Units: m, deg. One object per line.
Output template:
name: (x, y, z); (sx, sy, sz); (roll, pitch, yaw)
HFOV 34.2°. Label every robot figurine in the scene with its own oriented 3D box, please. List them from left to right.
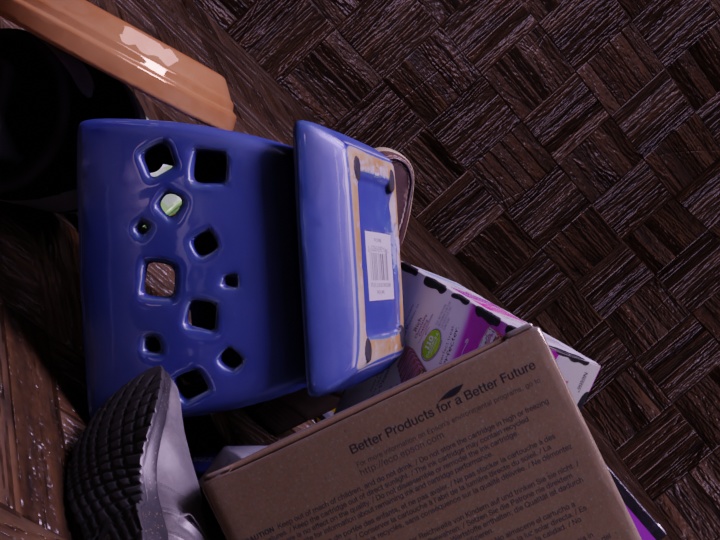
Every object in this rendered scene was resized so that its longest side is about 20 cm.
robot figurine: (-0.241, -0.106, 0.879); (0.151, 0.125, 0.200); (53, 10, 13)

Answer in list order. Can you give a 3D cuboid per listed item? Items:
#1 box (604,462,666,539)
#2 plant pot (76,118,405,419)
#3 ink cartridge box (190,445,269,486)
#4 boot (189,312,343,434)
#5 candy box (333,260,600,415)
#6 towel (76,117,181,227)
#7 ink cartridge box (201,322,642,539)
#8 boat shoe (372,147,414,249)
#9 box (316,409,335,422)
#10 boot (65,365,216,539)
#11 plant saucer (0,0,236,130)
box: (0.135, 0.233, 0.991); (0.143, 0.200, 0.036); (50, -8, 7)
plant pot: (-0.070, -0.002, 0.809); (0.200, 0.179, 0.201); (1, 85, -76)
ink cartridge box: (-0.008, 0.156, 0.807); (0.199, 0.041, 0.199); (26, 7, 32)
boot: (-0.066, 0.045, 0.978); (0.200, 0.146, 0.070); (43, 7, -33)
candy box: (0.068, 0.088, 0.840); (0.061, 0.137, 0.200); (20, 7, -30)
towel: (-0.235, -0.122, 1.034); (0.200, 0.031, 0.149); (46, 38, 5)
ink cartridge box: (0.041, 0.145, 0.634); (0.075, 0.199, 0.165); (36, 30, -80)
boat shoe: (0.000, 0.000, 0.922); (0.072, 0.201, 0.072); (27, -4, -24)
box: (-0.003, 0.138, 1.160); (0.070, 0.064, 0.200); (43, 11, -30)
boot: (-0.099, 0.155, 0.664); (0.132, 0.070, 0.200); (46, 20, -30)
plant saucer: (-0.174, -0.160, 0.838); (0.200, 0.038, 0.200); (28, 5, -3)
